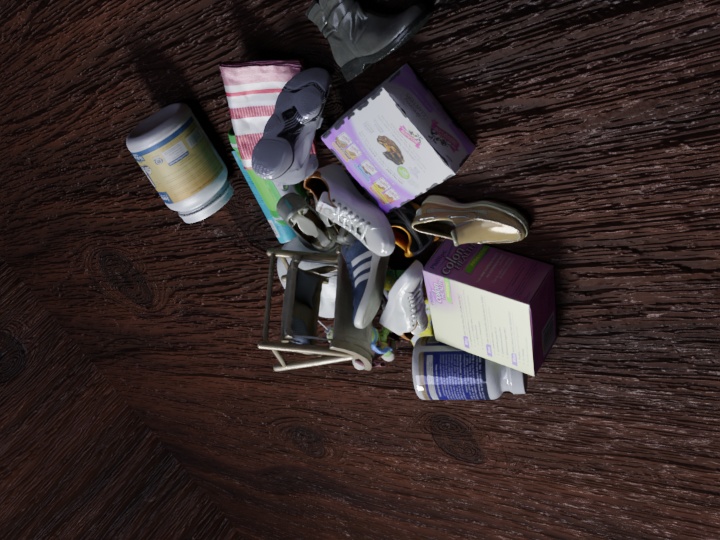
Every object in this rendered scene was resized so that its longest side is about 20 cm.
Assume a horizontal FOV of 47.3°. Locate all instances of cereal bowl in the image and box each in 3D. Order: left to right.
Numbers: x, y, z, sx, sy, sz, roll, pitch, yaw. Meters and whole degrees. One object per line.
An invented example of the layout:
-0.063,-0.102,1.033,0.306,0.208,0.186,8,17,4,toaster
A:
-0.097,0.025,1.704,0.198,0.084,0.202,28,147,20,cereal bowl

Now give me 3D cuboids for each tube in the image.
-0.185,-0.151,1.623,0.077,0.050,0.202,-5,121,44,tube

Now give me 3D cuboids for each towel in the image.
-0.151,-0.260,1.392,0.141,0.023,0.202,-1,129,9,towel

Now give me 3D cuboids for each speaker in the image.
-0.165,-0.185,1.520,0.088,0.089,0.202,5,134,43,speaker

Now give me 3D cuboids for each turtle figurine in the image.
0.008,0.114,1.671,0.199,0.144,0.195,38,165,21,turtle figurine

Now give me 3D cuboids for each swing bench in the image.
-0.073,0.070,1.525,0.196,0.202,0.130,-3,153,9,swing bench

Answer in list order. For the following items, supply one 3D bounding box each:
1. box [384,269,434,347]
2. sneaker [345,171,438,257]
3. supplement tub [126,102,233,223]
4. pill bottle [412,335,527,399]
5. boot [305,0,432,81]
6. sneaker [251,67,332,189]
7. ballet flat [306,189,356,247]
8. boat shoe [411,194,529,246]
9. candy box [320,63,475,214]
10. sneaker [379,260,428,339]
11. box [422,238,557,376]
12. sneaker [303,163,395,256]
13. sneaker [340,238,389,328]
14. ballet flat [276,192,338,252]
0.116,0.069,1.564,0.116,0.049,0.201,1,133,44,box
0.042,-0.101,1.409,0.199,0.077,0.079,35,150,13,sneaker
-0.353,-0.211,1.630,0.143,0.145,0.202,1,131,45,supplement tub
0.200,0.175,1.492,0.196,0.117,0.117,-3,133,18,pill bottle
0.001,-0.358,1.157,0.199,0.068,0.132,-18,110,53,boot
-0.101,-0.226,1.341,0.074,0.202,0.115,27,175,18,sneaker
-0.037,-0.088,1.520,0.068,0.063,0.201,-10,123,49,ballet flat
0.171,-0.066,1.312,0.198,0.076,0.072,10,137,40,boat shoe
0.055,-0.198,1.281,0.168,0.072,0.199,48,148,-11,candy box
0.095,0.056,1.455,0.084,0.073,0.201,37,152,13,sneaker
0.221,0.058,1.390,0.198,0.097,0.178,18,142,31,box
-0.025,-0.091,1.375,0.200,0.084,0.073,49,138,24,sneaker
0.000,0.000,1.472,0.083,0.203,0.075,11,170,18,sneaker
-0.087,-0.072,1.530,0.064,0.067,0.200,48,-176,39,ballet flat
